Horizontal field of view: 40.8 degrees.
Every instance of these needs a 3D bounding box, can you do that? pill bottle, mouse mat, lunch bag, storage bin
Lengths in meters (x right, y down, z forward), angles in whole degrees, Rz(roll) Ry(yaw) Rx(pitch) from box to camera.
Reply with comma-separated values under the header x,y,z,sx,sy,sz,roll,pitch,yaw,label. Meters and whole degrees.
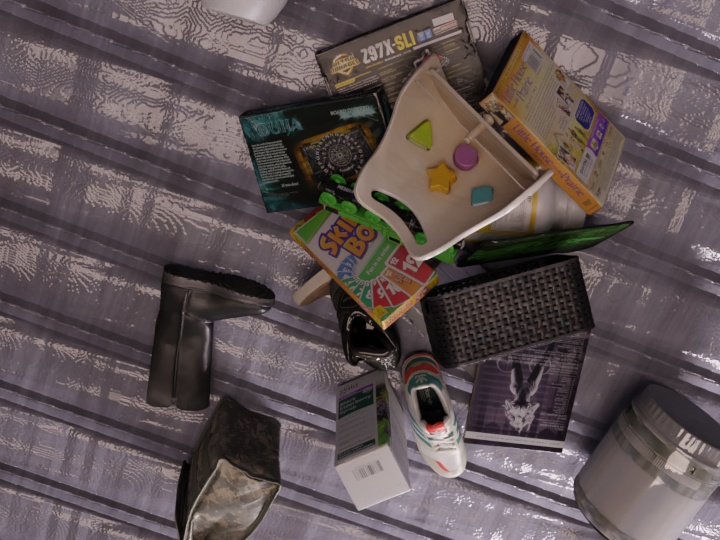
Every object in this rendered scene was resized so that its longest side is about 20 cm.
x,y,z,sx,sy,sz,roll,pitch,yaw,label
0.184,-0.092,1.244,0.196,0.112,0.114,4,111,-1,pill bottle
0.231,-0.032,1.233,0.196,0.161,0.008,-7,81,-9,mouse mat
-0.199,0.313,1.373,0.116,0.165,0.202,26,108,-14,lunch bag
0.183,0.050,1.238,0.197,0.135,0.095,-16,93,-4,storage bin

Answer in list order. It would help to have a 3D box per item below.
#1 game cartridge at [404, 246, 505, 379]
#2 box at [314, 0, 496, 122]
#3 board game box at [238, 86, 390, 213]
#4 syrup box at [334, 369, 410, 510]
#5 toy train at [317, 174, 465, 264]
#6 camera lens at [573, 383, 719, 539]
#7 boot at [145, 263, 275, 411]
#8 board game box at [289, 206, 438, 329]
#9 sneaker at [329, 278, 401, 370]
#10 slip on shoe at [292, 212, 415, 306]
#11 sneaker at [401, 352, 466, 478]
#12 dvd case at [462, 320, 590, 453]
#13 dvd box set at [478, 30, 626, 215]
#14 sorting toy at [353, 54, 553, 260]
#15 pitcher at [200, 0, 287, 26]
x,y,z,sx,sy,sz,roll,pitch,yaw,label
0.159,0.068,1.346,0.200,0.039,0.130,41,110,-14,game cartridge
0.060,-0.234,1.226,0.197,0.049,0.162,-20,107,9,box
-0.048,-0.151,1.234,0.197,0.028,0.137,-5,114,24,board game box
0.015,0.224,1.316,0.078,0.201,0.082,-23,113,9,syrup box
0.037,-0.063,1.206,0.197,0.042,0.057,23,154,10,toy train
0.406,0.283,1.354,0.158,0.160,0.202,27,109,-9,camera lens
-0.211,0.106,1.347,0.162,0.066,0.203,14,107,5,boot
0.000,-0.022,1.236,0.095,0.200,0.030,-38,149,-15,board game box
0.014,0.099,1.289,0.075,0.116,0.201,-16,140,4,sneaker
0.000,0.000,1.301,0.198,0.076,0.061,-33,92,5,slip on shoe
0.104,0.222,1.371,0.069,0.094,0.203,-14,109,6,sneaker
0.231,0.159,1.355,0.146,0.016,0.203,6,110,-4,dvd case
0.241,-0.183,1.196,0.200,0.147,0.029,42,137,-14,dvd box set
0.092,-0.112,1.143,0.180,0.107,0.200,-42,78,-6,sorting toy
-0.100,-0.392,1.144,0.169,0.121,0.203,13,100,-20,pitcher
